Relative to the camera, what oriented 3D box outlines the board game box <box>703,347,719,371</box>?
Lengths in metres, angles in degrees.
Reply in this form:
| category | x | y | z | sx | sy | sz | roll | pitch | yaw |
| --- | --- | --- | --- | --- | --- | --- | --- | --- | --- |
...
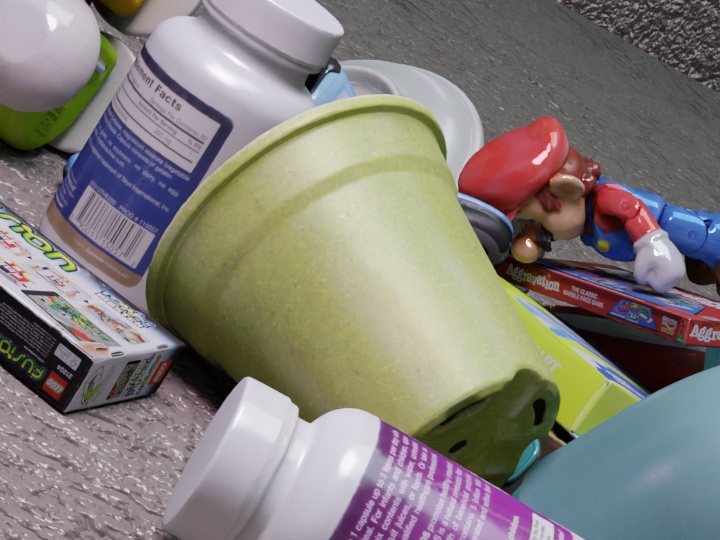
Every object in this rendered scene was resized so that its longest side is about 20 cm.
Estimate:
| category | x | y | z | sx | sy | sz | roll | pitch | yaw |
| --- | --- | --- | --- | --- | --- | --- | --- | --- | --- |
| board game box | 0.267 | 0.120 | 1.806 | 0.045 | 0.153 | 0.200 | 9 | 5 | 22 |

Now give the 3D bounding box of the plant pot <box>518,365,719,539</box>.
| category | x | y | z | sx | sy | sz | roll | pitch | yaw |
| --- | --- | --- | --- | --- | --- | --- | --- | --- | --- |
| plant pot | 0.211 | 0.142 | 1.474 | 0.200 | 0.161 | 0.201 | 37 | 29 | -25 |

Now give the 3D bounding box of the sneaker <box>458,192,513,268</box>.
| category | x | y | z | sx | sy | sz | roll | pitch | yaw |
| --- | --- | --- | --- | --- | --- | --- | --- | --- | --- |
| sneaker | 0.000 | 0.000 | 1.701 | 0.199 | 0.071 | 0.083 | -7 | 40 | -9 |

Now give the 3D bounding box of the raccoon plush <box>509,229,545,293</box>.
| category | x | y | z | sx | sy | sz | roll | pitch | yaw |
| --- | --- | --- | --- | --- | --- | --- | --- | --- | --- |
| raccoon plush | 0.050 | -0.049 | 1.918 | 0.134 | 0.097 | 0.200 | 35 | -4 | -32 |

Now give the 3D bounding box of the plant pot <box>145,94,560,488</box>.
| category | x | y | z | sx | sy | sz | roll | pitch | yaw |
| --- | --- | --- | --- | --- | --- | --- | --- | --- | --- |
| plant pot | 0.009 | 0.038 | 1.509 | 0.200 | 0.200 | 0.184 | 12 | 37 | -54 |

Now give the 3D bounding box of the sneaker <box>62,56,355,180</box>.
| category | x | y | z | sx | sy | sz | roll | pitch | yaw |
| --- | --- | --- | --- | --- | --- | --- | --- | --- | --- |
| sneaker | -0.095 | -0.091 | 1.724 | 0.199 | 0.090 | 0.078 | -16 | 28 | -9 |

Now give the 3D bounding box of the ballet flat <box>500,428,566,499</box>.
| category | x | y | z | sx | sy | sz | roll | pitch | yaw |
| --- | --- | --- | --- | --- | --- | --- | --- | --- | --- |
| ballet flat | 0.116 | 0.135 | 1.618 | 0.063 | 0.069 | 0.200 | 42 | 12 | -19 |

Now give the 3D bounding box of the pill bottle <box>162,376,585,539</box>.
| category | x | y | z | sx | sy | sz | roll | pitch | yaw |
| --- | --- | --- | --- | --- | --- | --- | --- | --- | --- |
| pill bottle | 0.011 | 0.135 | 1.290 | 0.199 | 0.113 | 0.112 | 31 | 14 | -8 |

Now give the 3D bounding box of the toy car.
| category | x | y | z | sx | sy | sz | roll | pitch | yaw |
| --- | --- | --- | --- | --- | --- | --- | --- | --- | --- |
| toy car | -0.200 | -0.181 | 1.740 | 0.150 | 0.201 | 0.175 | 28 | -4 | 14 |

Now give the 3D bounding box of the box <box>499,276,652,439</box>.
| category | x | y | z | sx | sy | sz | roll | pitch | yaw |
| --- | --- | --- | --- | --- | --- | --- | --- | --- | --- |
| box | 0.139 | 0.074 | 1.723 | 0.122 | 0.048 | 0.200 | 33 | 7 | -40 |

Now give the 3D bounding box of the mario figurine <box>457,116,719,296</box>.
| category | x | y | z | sx | sy | sz | roll | pitch | yaw |
| --- | --- | --- | --- | --- | --- | --- | --- | --- | --- |
| mario figurine | 0.153 | -0.022 | 1.774 | 0.199 | 0.123 | 0.106 | 19 | 59 | -14 |

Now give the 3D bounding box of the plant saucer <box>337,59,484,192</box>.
| category | x | y | z | sx | sy | sz | roll | pitch | yaw |
| --- | --- | --- | --- | --- | --- | --- | --- | --- | --- |
| plant saucer | -0.018 | -0.085 | 1.815 | 0.200 | 0.200 | 0.050 | 48 | -18 | 46 |

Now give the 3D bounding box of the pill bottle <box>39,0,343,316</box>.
| category | x | y | z | sx | sy | sz | roll | pitch | yaw |
| --- | --- | --- | --- | --- | --- | --- | --- | --- | --- |
| pill bottle | -0.096 | -0.078 | 1.593 | 0.111 | 0.200 | 0.111 | 31 | 14 | -9 |

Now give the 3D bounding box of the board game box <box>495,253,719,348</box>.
| category | x | y | z | sx | sy | sz | roll | pitch | yaw |
| --- | --- | --- | --- | --- | --- | --- | --- | --- | --- |
| board game box | 0.185 | 0.021 | 1.757 | 0.103 | 0.020 | 0.200 | 7 | 8 | -35 |

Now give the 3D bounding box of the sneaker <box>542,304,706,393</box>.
| category | x | y | z | sx | sy | sz | roll | pitch | yaw |
| --- | --- | --- | --- | --- | --- | --- | --- | --- | --- |
| sneaker | 0.160 | 0.090 | 1.849 | 0.199 | 0.116 | 0.078 | -2 | -22 | 45 |

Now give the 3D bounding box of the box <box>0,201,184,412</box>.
| category | x | y | z | sx | sy | sz | roll | pitch | yaw |
| --- | --- | --- | --- | --- | --- | --- | --- | --- | --- |
| box | -0.199 | -0.001 | 1.451 | 0.200 | 0.035 | 0.110 | 37 | 15 | 17 |
